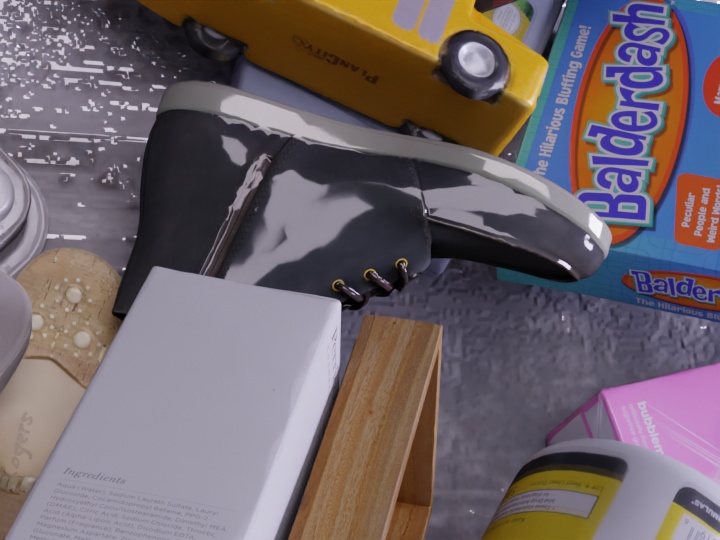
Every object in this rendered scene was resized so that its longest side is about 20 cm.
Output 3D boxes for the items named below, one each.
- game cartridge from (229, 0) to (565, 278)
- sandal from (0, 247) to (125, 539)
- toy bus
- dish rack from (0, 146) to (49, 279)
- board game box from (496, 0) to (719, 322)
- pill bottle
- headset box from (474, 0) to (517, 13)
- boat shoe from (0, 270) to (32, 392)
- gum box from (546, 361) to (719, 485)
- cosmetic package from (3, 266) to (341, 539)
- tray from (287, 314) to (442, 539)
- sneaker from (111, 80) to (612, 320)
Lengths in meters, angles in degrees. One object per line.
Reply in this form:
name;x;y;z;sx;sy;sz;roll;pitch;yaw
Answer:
game cartridge;0.017;-0.108;0.835;0.132;0.041;0.201;26;61;-2
sandal;-0.129;0.080;0.681;0.077;0.070;0.214;15;64;-12
toy bus;-0.014;-0.123;0.775;0.198;0.065;0.079;24;60;-7
dish rack;-0.239;-0.024;0.704;0.172;0.044;0.200;44;62;2
board game box;0.175;-0.049;0.809;0.198;0.045;0.153;10;59;15
pill bottle;0.067;0.167;0.626;0.112;0.112;0.201;35;57;-2
headset box;0.068;-0.202;0.757;0.200;0.148;0.076;39;54;-34
boat shoe;-0.200;0.080;0.654;0.074;0.093;0.200;33;46;14
gum box;0.172;0.142;0.759;0.112;0.066;0.202;-11;71;-22
cosmetic package;-0.066;0.103;0.622;0.080;0.114;0.201;10;38;10
tray;-0.006;0.117;0.649;0.037;0.099;0.201;7;37;9
sneaker;0.000;0.000;0.738;0.198;0.075;0.107;14;77;1
